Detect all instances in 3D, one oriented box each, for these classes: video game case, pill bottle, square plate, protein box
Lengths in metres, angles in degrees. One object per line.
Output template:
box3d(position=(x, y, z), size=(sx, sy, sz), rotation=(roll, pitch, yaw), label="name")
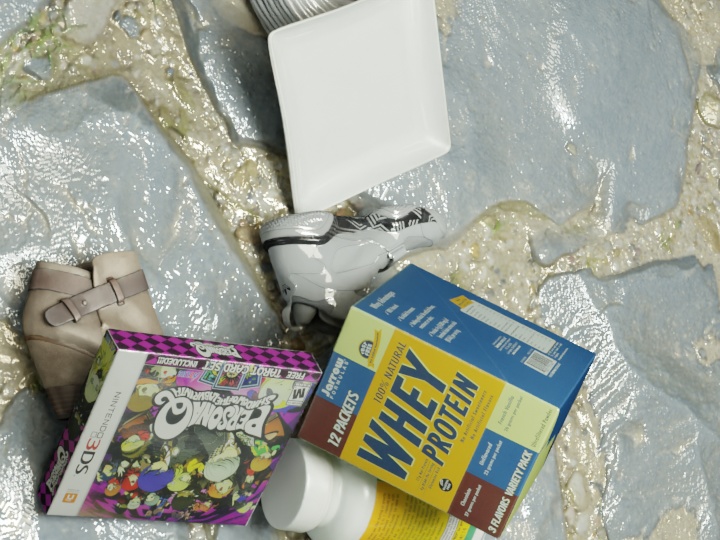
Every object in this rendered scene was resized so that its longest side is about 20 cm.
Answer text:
box3d(position=(-0.155, 0.139, 1.493), size=(0.200, 0.181, 0.036), rotation=(9, 30, -33), label="video game case")
box3d(position=(0.013, 0.208, 1.614), size=(0.200, 0.113, 0.113), rotation=(11, 73, -32), label="pill bottle")
box3d(position=(-0.002, -0.174, 1.695), size=(0.200, 0.028, 0.198), rotation=(-26, 123, -30), label="square plate")
box3d(position=(0.083, 0.111, 1.572), size=(0.200, 0.135, 0.199), rotation=(26, 18, 10), label="protein box")

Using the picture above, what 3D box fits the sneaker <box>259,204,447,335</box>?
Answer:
box3d(position=(0.000, 0.000, 1.681), size=(0.200, 0.075, 0.115), rotation=(-4, 82, -30), label="sneaker")

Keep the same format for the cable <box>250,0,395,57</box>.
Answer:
box3d(position=(-0.021, -0.299, 1.738), size=(0.200, 0.069, 0.200), rotation=(-22, 92, -36), label="cable")

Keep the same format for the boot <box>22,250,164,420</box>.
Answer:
box3d(position=(-0.201, 0.056, 1.531), size=(0.200, 0.070, 0.146), rotation=(1, 78, -34), label="boot")
